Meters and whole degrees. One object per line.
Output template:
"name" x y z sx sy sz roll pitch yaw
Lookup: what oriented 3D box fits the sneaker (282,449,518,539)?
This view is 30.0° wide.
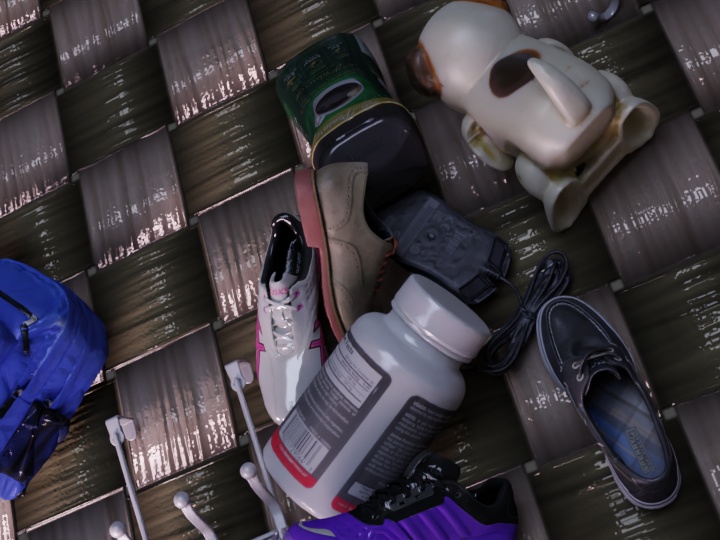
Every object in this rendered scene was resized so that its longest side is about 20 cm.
"sneaker" 0.035 0.191 1.064 0.070 0.198 0.100 -156 72 -67

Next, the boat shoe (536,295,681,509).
"boat shoe" 0.199 0.098 1.093 0.069 0.066 0.201 -21 62 2

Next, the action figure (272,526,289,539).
"action figure" -0.115 0.292 1.076 0.133 0.199 0.150 -32 57 24

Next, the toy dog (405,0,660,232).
"toy dog" 0.131 -0.155 1.184 0.200 0.194 0.140 42 100 27

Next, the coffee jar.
"coffee jar" -0.009 -0.139 1.261 0.104 0.086 0.200 -30 37 4

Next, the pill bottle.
"pill bottle" 0.017 0.107 1.120 0.111 0.110 0.201 43 102 33

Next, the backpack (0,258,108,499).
"backpack" -0.348 0.092 1.297 0.162 0.168 0.201 30 76 26

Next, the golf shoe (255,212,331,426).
"golf shoe" -0.069 0.045 1.234 0.072 0.092 0.202 -8 65 19

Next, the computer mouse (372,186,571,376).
"computer mouse" 0.078 0.016 1.210 0.199 0.046 0.141 25 74 20

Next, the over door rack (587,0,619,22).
"over door rack" 0.181 -0.341 1.239 0.066 0.201 0.148 -30 54 -21

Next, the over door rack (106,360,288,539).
"over door rack" -0.153 0.189 1.210 0.147 0.067 0.201 -25 59 11

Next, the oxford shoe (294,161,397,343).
"oxford shoe" 0.000 0.000 1.179 0.074 0.201 0.071 -14 27 5
